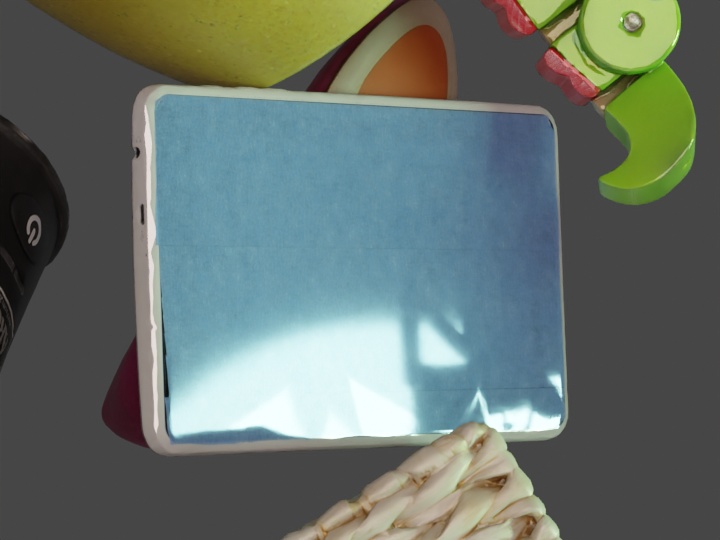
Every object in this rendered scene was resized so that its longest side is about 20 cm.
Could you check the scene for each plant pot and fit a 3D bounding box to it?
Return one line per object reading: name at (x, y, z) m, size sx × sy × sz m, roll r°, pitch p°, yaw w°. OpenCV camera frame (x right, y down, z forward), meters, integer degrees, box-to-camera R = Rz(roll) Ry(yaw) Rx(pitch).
plant pot at (-0.052, -0.149, 1.088) m, size 0.200 × 0.200 × 0.142 m, roll -39°, pitch 107°, yaw -5°

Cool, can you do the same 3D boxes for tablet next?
tablet at (0.000, 0.000, 1.098) m, size 0.200 × 0.014 × 0.131 m, roll 0°, pitch 86°, yaw -40°

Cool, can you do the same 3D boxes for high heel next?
high heel at (-0.035, -0.022, 1.142) m, size 0.067 × 0.096 × 0.200 m, roll 45°, pitch 61°, yaw -29°

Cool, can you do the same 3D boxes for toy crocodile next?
toy crocodile at (0.066, -0.116, 1.139) m, size 0.062 × 0.068 × 0.200 m, roll -36°, pitch 89°, yaw -4°

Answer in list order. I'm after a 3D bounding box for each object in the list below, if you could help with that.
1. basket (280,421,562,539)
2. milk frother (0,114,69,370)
basket at (0.000, 0.170, 1.050) m, size 0.198 × 0.200 × 0.161 m, roll -30°, pitch 86°, yaw -5°
milk frother at (-0.234, 0.023, 1.055) m, size 0.181 × 0.199 × 0.189 m, roll 51°, pitch 41°, yaw -35°
